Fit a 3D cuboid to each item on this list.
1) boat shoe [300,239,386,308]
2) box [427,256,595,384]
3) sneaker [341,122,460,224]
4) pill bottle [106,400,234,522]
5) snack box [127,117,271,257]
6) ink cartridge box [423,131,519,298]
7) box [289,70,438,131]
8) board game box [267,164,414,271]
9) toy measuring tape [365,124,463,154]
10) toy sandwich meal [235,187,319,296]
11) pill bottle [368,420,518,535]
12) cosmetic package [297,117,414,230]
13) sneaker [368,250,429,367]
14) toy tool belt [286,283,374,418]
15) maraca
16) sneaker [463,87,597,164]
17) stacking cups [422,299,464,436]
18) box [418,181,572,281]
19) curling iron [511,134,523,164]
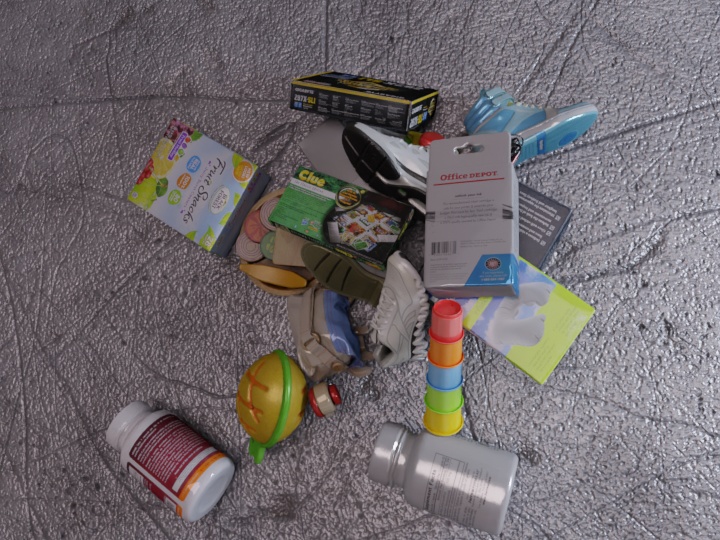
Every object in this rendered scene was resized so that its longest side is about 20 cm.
[{"bbox_3d":[0.000,0.000,0.994,0.198,0.069,0.075,30,129,-10],"label":"boat shoe"},{"bbox_3d":[0.196,0.044,0.861,0.199,0.048,0.123,36,92,17],"label":"box"},{"bbox_3d":[0.072,-0.165,0.950,0.200,0.076,0.116,40,58,-1],"label":"sneaker"},{"bbox_3d":[-0.313,0.303,1.040,0.199,0.113,0.114,32,91,17],"label":"pill bottle"},{"bbox_3d":[-0.284,-0.146,1.124,0.198,0.068,0.170,30,89,16],"label":"snack box"},{"bbox_3d":[0.147,-0.070,0.835,0.114,0.067,0.203,-2,74,22],"label":"ink cartridge box"},{"bbox_3d":[0.009,-0.272,1.013,0.197,0.160,0.050,15,114,17],"label":"box"},{"bbox_3d":[-0.030,-0.081,0.941,0.198,0.024,0.106,23,75,21],"label":"board game box"},{"bbox_3d":[0.074,-0.193,1.024,0.197,0.074,0.075,17,86,12],"label":"toy measuring tape"},{"bbox_3d":[-0.121,-0.051,1.062,0.202,0.070,0.209,-2,81,15],"label":"toy sandwich meal"},{"bbox_3d":[0.118,0.291,0.921,0.197,0.114,0.116,15,86,17],"label":"pill bottle"},{"bbox_3d":[-0.006,-0.139,1.026,0.090,0.107,0.201,-34,76,7],"label":"cosmetic package"},{"bbox_3d":[0.052,0.065,0.923,0.080,0.202,0.075,-18,39,-16],"label":"sneaker"},{"bbox_3d":[-0.035,0.112,0.983,0.121,0.125,0.202,-21,57,5],"label":"toy tool belt"},{"bbox_3d":[-0.144,0.211,0.989,0.138,0.106,0.201,-102,31,-44],"label":"maraca"},{"bbox_3d":[0.253,-0.244,0.986,0.198,0.080,0.132,-21,67,1],"label":"sneaker"},{"bbox_3d":[0.111,0.134,0.871,0.060,0.061,0.202,5,124,16],"label":"stacking cups"},{"bbox_3d":[0.198,-0.028,0.951,0.147,0.107,0.202,32,90,17],"label":"box"},{"bbox_3d":[0.166,-0.106,0.900,0.049,0.026,0.202,29,95,-19],"label":"curling iron"}]
